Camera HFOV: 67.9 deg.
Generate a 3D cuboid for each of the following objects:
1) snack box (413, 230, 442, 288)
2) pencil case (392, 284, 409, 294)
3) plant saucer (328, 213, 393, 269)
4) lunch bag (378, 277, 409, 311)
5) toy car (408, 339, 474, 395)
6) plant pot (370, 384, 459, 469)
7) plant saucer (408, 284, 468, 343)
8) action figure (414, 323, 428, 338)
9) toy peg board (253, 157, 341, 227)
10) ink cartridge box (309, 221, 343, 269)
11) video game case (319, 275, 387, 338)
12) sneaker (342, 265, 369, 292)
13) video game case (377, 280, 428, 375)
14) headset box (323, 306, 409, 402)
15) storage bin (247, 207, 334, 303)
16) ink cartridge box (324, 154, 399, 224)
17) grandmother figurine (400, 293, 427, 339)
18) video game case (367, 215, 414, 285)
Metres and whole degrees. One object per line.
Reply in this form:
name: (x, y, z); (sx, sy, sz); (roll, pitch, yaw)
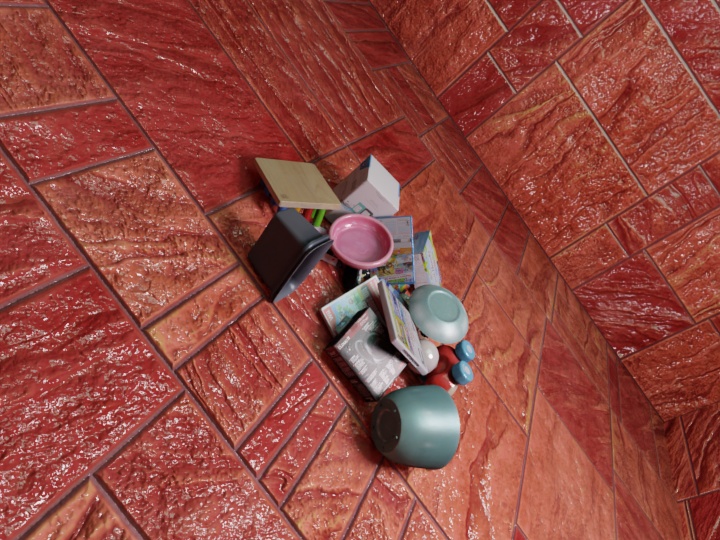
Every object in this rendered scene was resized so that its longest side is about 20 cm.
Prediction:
snack box: (0.223, -0.006, 1.839); (0.170, 0.065, 0.205); (-61, 138, -56)
pencil case: (0.082, -0.010, 1.689); (0.088, 0.087, 0.205); (-28, 91, -58)
plant saucer: (-0.001, -0.078, 1.559); (0.193, 0.052, 0.205); (9, 48, -9)
lunch bag: (0.064, 0.126, 1.566); (0.161, 0.082, 0.201); (47, 32, -8)
toy car: (0.198, 0.251, 1.535); (0.200, 0.183, 0.178); (44, 33, -13)
plant pot: (0.121, 0.381, 1.311); (0.157, 0.201, 0.206); (12, 50, -34)
plant saucer: (0.235, 0.114, 1.556); (0.194, 0.039, 0.206); (14, 48, -15)
action figure: (0.208, 0.126, 1.631); (0.121, 0.100, 0.200); (59, 20, -2)
toy peg board: (-0.189, -0.210, 1.499); (0.194, 0.100, 0.202); (-2, 43, -37)
ink cartridge box: (-0.118, -0.080, 1.550); (0.197, 0.037, 0.097); (27, 41, -42)
video game case: (0.000, 0.121, 1.441); (0.197, 0.017, 0.146); (-29, 90, -29)
sneaker: (0.000, 0.000, 1.599); (0.082, 0.071, 0.204); (39, 36, -28)
video game case: (0.110, 0.152, 1.419); (0.183, 0.022, 0.204); (49, 20, -41)
headset box: (0.012, 0.208, 1.370); (0.201, 0.077, 0.149); (50, 61, -7)
storage bin: (-0.175, -0.050, 1.305); (0.135, 0.201, 0.145); (47, 31, 7)
ink cartridge box: (0.007, -0.221, 1.687); (0.145, 0.198, 0.149); (39, 35, -25)
grandmother figurine: (0.165, 0.163, 1.694); (0.205, 0.059, 0.121); (66, 6, 20)
video game case: (0.093, -0.059, 1.632); (0.018, 0.138, 0.208); (-41, 128, -81)
